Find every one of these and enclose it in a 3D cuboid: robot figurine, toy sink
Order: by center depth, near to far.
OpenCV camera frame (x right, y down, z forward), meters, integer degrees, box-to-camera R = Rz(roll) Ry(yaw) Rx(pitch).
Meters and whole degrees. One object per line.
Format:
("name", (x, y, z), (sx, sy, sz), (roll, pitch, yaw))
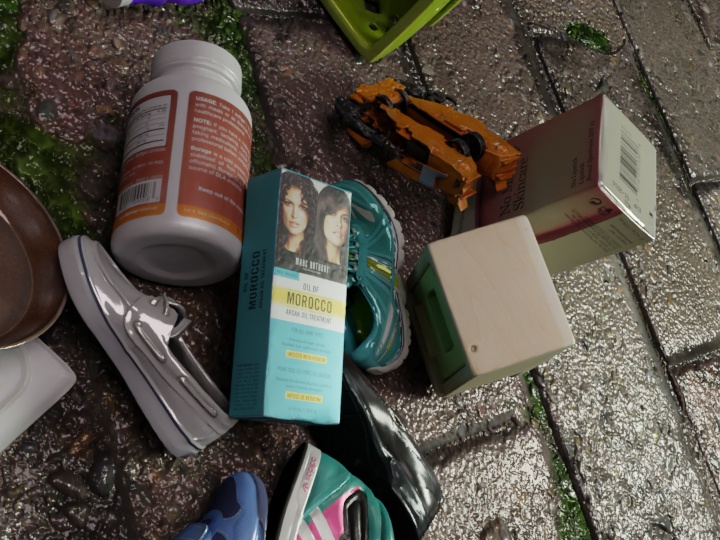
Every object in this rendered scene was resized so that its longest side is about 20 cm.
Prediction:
("toy sink", (0.114, 0.048, 0.867), (0.111, 0.200, 0.131), (-16, 78, -9))
("robot figurine", (0.064, -0.145, 0.928), (0.200, 0.059, 0.144), (37, 43, 29))

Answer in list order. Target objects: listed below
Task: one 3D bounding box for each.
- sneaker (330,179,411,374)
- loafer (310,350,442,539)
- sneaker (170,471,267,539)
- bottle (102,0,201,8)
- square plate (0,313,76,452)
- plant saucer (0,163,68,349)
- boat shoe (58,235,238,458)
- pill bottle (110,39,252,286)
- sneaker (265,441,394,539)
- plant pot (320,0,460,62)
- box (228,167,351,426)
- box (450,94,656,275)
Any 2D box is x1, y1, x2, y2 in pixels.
("sneaker", (0.000, 0.000, 0.832), (0.079, 0.077, 0.202), (14, 58, -54))
("loafer", (0.010, 0.152, 0.791), (0.072, 0.072, 0.201), (-32, 98, -49))
("sneaker", (-0.134, 0.232, 0.642), (0.082, 0.074, 0.201), (36, 51, -14))
("bottle", (-0.179, -0.316, 0.873), (0.200, 0.065, 0.084), (-36, 92, -41))
("square plate", (-0.335, 0.069, 0.603), (0.200, 0.028, 0.198), (47, 50, -8))
("plant saucer", (-0.309, -0.020, 0.623), (0.200, 0.034, 0.201), (38, 28, -25))
("boat shoe", (-0.168, 0.052, 0.693), (0.065, 0.074, 0.201), (-30, 98, 3))
("pill bottle", (-0.153, -0.097, 0.758), (0.111, 0.112, 0.202), (16, 60, -29))
("sneaker", (-0.031, 0.255, 0.703), (0.120, 0.084, 0.201), (28, 53, -11))
("plant pot", (0.059, -0.395, 1.003), (0.181, 0.200, 0.200), (-34, 90, -47))
("box", (-0.056, 0.024, 0.712), (0.082, 0.049, 0.202), (15, 72, -41))
("box", (0.211, -0.081, 0.946), (0.109, 0.199, 0.129), (34, 52, -31))
